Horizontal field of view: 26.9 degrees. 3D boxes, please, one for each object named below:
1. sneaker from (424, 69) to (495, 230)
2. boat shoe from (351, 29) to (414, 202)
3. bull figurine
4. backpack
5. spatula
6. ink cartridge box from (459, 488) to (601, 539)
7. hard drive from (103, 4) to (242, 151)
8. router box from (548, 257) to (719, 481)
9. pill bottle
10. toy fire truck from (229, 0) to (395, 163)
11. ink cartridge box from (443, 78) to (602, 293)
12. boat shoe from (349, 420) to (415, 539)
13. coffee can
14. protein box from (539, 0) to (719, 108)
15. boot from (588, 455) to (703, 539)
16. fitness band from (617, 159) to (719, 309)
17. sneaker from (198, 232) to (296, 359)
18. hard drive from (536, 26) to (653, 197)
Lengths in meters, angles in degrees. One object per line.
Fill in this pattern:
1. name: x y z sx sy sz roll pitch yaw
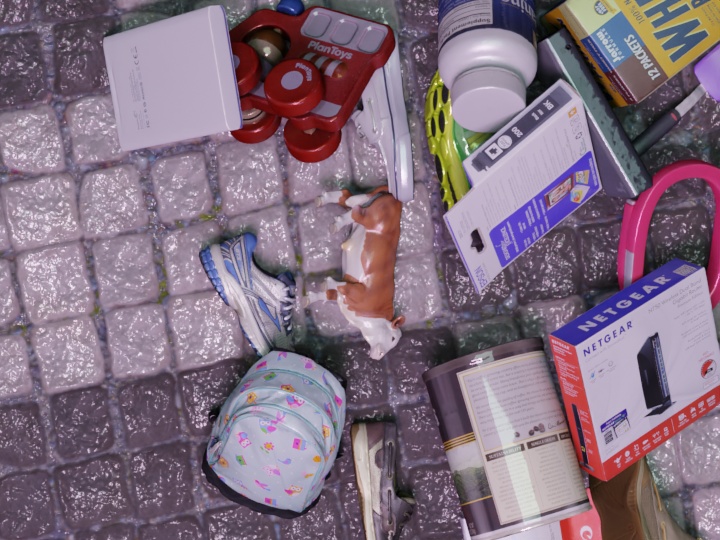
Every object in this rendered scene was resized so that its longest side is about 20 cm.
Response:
1. sneaker: 0.127 -0.149 1.750 0.083 0.074 0.203 -11 95 -23
2. boat shoe: 0.023 -0.176 1.741 0.066 0.074 0.203 -7 82 3
3. bull figurine: 0.000 0.000 1.741 0.120 0.065 0.203 7 86 -36
4. backpack: -0.088 0.186 1.693 0.165 0.127 0.201 19 135 -6
5. spatula: 0.380 -0.193 1.764 0.200 0.021 0.057 -40 94 -13
6. ink cartridge box: 0.227 0.351 1.791 0.197 0.047 0.162 -10 94 1
7. hard drive: -0.212 -0.211 1.677 0.025 0.199 0.134 -13 96 -43
8. router box: 0.318 0.111 1.709 0.199 0.049 0.181 -29 118 -23
9. pill bottle: 0.141 -0.259 1.671 0.109 0.111 0.202 3 60 -2
10. toy fire truck: -0.077 -0.231 1.704 0.198 0.112 0.169 19 65 25
11. ink cartridge box: 0.175 -0.090 1.681 0.200 0.199 0.043 -41 60 -6
12. boat shoe: 0.032 0.275 1.767 0.065 0.072 0.204 -11 90 4
13. coffee can: 0.166 0.193 1.706 0.145 0.146 0.202 -16 80 -1
14. protein box: 0.327 -0.296 1.675 0.199 0.199 0.135 -38 94 1
15. boot: 0.344 0.291 1.773 0.072 0.202 0.155 -30 135 30
16. fitness band: 0.369 -0.030 1.748 0.142 0.037 0.203 -3 110 -21
17. sneaker: -0.104 0.045 1.745 0.085 0.077 0.201 -32 95 -4
18. hard drive: 0.258 -0.176 1.710 0.033 0.140 0.201 -31 94 -1
